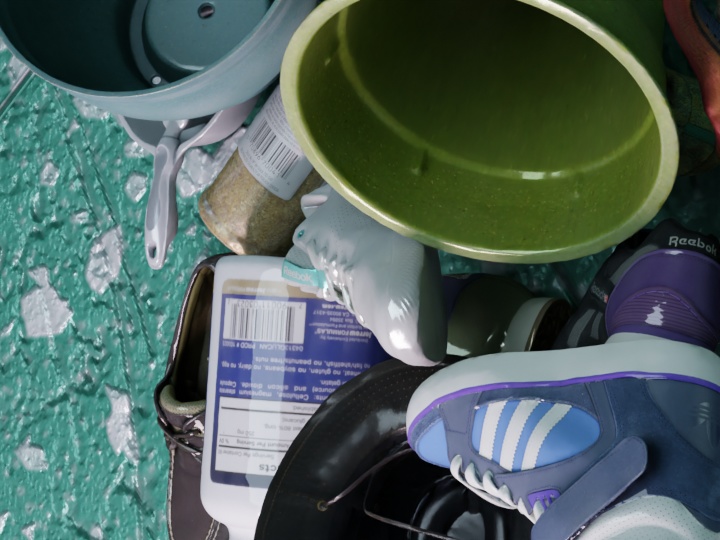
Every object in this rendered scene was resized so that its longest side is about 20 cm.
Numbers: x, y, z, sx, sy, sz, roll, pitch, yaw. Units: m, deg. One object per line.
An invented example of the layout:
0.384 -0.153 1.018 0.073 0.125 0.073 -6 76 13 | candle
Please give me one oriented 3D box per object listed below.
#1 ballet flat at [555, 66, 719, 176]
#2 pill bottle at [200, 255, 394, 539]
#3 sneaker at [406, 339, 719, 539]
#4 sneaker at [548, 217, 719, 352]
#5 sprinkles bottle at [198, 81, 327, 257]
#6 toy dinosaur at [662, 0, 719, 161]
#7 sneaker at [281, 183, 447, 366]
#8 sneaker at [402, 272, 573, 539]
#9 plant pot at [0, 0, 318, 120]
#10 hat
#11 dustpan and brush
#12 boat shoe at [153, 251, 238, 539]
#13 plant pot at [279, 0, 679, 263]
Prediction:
0.115 -0.101 1.418 0.200 0.071 0.071 22 102 41 | ballet flat
-0.037 0.094 1.509 0.111 0.111 0.200 3 89 42 | pill bottle
0.091 0.119 1.247 0.200 0.081 0.147 -13 58 43 | sneaker
0.147 0.028 1.348 0.200 0.076 0.088 141 145 -73 | sneaker
-0.020 -0.096 1.537 0.200 0.068 0.068 -53 56 26 | sprinkles bottle
0.202 -0.075 1.260 0.105 0.181 0.200 -2 65 46 | toy dinosaur
0.000 0.000 1.406 0.088 0.200 0.075 -7 112 2 | sneaker
0.045 0.094 1.460 0.090 0.067 0.200 24 97 29 | sneaker
-0.107 -0.173 1.532 0.200 0.134 0.200 -5 71 16 | plant pot
0.038 0.149 1.370 0.200 0.081 0.201 -8 60 14 | hat
-0.112 -0.099 1.622 0.139 0.057 0.200 -3 85 40 | dustpan and brush
-0.098 0.083 1.595 0.073 0.065 0.200 12 96 40 | boat shoe
0.082 -0.140 1.313 0.200 0.200 0.190 -18 38 40 | plant pot
